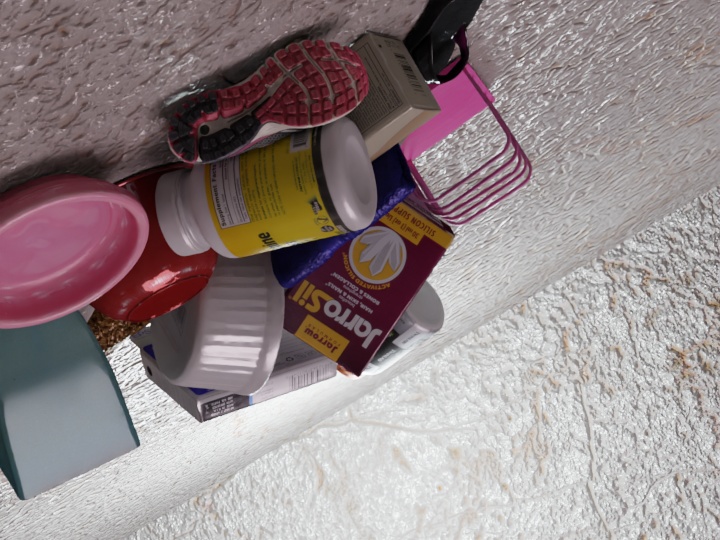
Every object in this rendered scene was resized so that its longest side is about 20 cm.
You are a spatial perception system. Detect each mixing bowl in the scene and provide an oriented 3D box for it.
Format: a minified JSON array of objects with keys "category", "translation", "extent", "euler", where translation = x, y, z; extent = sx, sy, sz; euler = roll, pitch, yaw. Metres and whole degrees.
[{"category":"mixing bowl","translation":[-0.227,-0.015,1.649],"extent":[0.200,0.109,0.200],"euler":[-27,168,-6]}]

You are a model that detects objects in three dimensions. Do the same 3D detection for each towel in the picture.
[{"category":"towel","translation":[-0.032,-0.090,1.693],"extent":[0.200,0.148,0.049],"euler":[-38,149,30]}]

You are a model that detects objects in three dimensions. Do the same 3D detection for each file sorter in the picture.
[{"category":"file sorter","translation":[0.115,-0.142,1.848],"extent":[0.139,0.126,0.200],"euler":[-35,167,8]}]

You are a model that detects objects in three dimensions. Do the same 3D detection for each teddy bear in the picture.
[{"category":"teddy bear","translation":[-0.294,0.052,1.903],"extent":[0.200,0.067,0.145],"euler":[-34,178,-7]}]

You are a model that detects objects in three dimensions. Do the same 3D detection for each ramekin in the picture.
[{"category":"ramekin","translation":[-0.170,0.043,1.797],"extent":[0.097,0.201,0.200],"euler":[2,154,-26]}]

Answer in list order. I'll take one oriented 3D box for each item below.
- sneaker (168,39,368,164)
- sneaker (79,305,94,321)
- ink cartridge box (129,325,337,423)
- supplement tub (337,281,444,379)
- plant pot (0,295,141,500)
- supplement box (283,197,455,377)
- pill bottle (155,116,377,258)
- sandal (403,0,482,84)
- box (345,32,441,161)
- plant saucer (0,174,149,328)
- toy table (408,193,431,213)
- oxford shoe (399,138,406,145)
[{"category":"sneaker","translation":[-0.089,-0.159,1.471],"extent":[0.199,0.081,0.075],"euler":[-20,-179,-7]},{"category":"sneaker","translation":[-0.387,0.067,1.753],"extent":[0.200,0.077,0.082],"euler":[-38,-155,-5]},{"category":"ink cartridge box","translation":[-0.164,0.106,1.957],"extent":[0.198,0.200,0.044],"euler":[-17,122,-29]},{"category":"supplement tub","translation":[0.038,0.099,2.689],"extent":[0.200,0.123,0.122],"euler":[-38,165,32]},{"category":"plant pot","translation":[-0.341,0.104,1.648],"extent":[0.141,0.141,0.201],"euler":[-24,127,-20]},{"category":"supplement box","translation":[0.000,0.000,1.810],"extent":[0.200,0.131,0.103],"euler":[-57,-174,7]},{"category":"pill bottle","translation":[-0.093,-0.075,1.526],"extent":[0.199,0.113,0.112],"euler":[-12,173,18]},{"category":"sandal","translation":[0.084,-0.230,1.619],"extent":[0.075,0.048,0.201],"euler":[-25,167,-19]},{"category":"box","translation":[-0.028,-0.147,1.601],"extent":[0.200,0.095,0.078],"euler":[-33,168,24]},{"category":"plant saucer","translation":[-0.302,-0.024,1.492],"extent":[0.200,0.051,0.201],"euler":[-24,153,-13]},{"category":"toy table","translation":[-0.004,-0.036,1.939],"extent":[0.199,0.185,0.117],"euler":[10,165,11]},{"category":"oxford shoe","translation":[-0.013,-0.130,1.752],"extent":[0.200,0.075,0.058],"euler":[-41,160,25]}]
